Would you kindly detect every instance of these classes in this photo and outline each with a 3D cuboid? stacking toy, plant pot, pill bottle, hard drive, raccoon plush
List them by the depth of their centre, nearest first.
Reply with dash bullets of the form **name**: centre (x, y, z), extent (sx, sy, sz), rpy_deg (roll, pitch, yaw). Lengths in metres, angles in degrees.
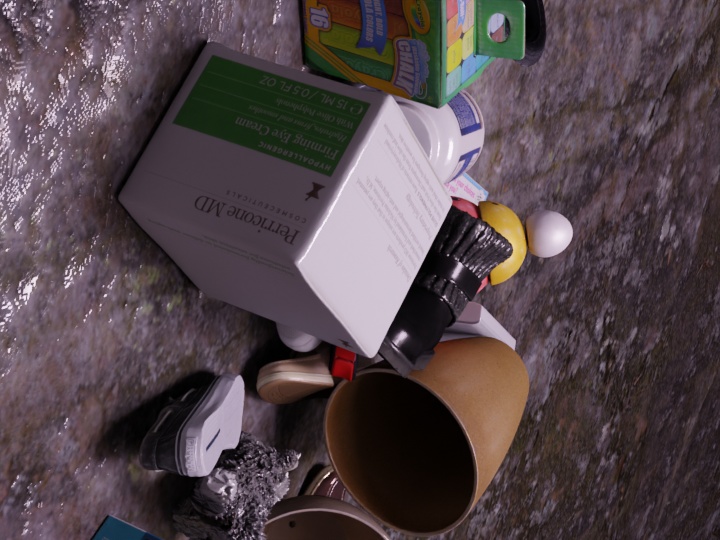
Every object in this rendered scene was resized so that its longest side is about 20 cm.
- **raccoon plush**: centre (-0.104, 0.200, 1.639), extent (0.134, 0.096, 0.200), rpy_deg (-59, -176, -28)
- **pill bottle**: centre (0.054, -0.133, 1.700), extent (0.200, 0.110, 0.112), rpy_deg (-30, 136, -73)
- **stacking toy**: centre (0.121, -0.027, 1.758), extent (0.146, 0.198, 0.147), rpy_deg (171, -90, -90)
- **plant pot**: centre (0.091, 0.149, 1.786), extent (0.200, 0.185, 0.188), rpy_deg (-34, 137, -49)
- **plant pot**: centre (-0.054, 0.322, 1.804), extent (0.135, 0.199, 0.202), rpy_deg (-109, -148, -75)
- **hard drive**: centre (0.092, 0.062, 1.904), extent (0.200, 0.131, 0.027), rpy_deg (41, 57, -69)

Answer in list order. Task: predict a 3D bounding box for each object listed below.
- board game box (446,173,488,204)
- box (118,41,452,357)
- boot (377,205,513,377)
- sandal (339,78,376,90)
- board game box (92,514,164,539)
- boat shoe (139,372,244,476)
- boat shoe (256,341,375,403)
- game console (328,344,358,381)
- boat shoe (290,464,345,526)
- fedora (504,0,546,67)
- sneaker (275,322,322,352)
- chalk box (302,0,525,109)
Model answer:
- **board game box**: centre (0.077, -0.059, 1.927), extent (0.200, 0.034, 0.135), rpy_deg (32, 79, -63)
- **box**: centre (-0.061, -0.061, 1.476), extent (0.172, 0.198, 0.200), rpy_deg (-62, 151, -15)
- **boot**: centre (0.066, 0.013, 1.603), extent (0.158, 0.079, 0.211), rpy_deg (-53, 171, 6)
- **sandal**: centre (0.022, -0.206, 1.703), extent (0.043, 0.076, 0.200), rpy_deg (58, 35, -2)
- **board game box**: centre (-0.161, 0.324, 1.605), extent (0.047, 0.150, 0.201), rpy_deg (-56, 151, -26)
- **boat shoe**: centre (-0.156, 0.139, 1.583), extent (0.200, 0.070, 0.073), rpy_deg (-42, 134, -77)
- **boat shoe**: centre (-0.048, 0.098, 1.774), extent (0.200, 0.072, 0.065), rpy_deg (2, 71, -58)
- **game console**: centre (0.000, 0.000, 1.723), extent (0.200, 0.031, 0.178), rpy_deg (-85, -173, -67)
- **boat shoe**: centre (-0.044, 0.322, 1.917), extent (0.072, 0.072, 0.201), rpy_deg (16, 94, -64)
- **fedora**: centre (0.111, -0.292, 1.724), extent (0.200, 0.091, 0.202), rpy_deg (39, 41, -46)
- **sneaker**: centre (-0.064, -0.026, 1.649), extent (0.115, 0.073, 0.201), rpy_deg (20, 80, -62)
- **chalk box**: centre (0.059, -0.241, 1.579), extent (0.124, 0.199, 0.125), rpy_deg (-44, 143, -41)
